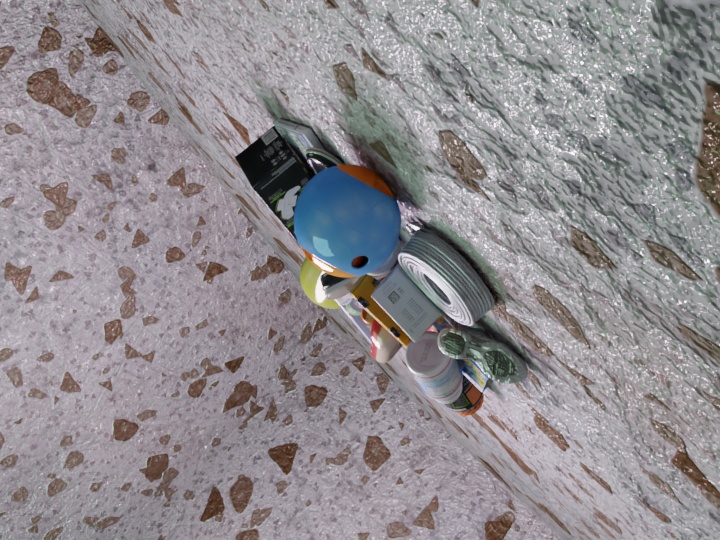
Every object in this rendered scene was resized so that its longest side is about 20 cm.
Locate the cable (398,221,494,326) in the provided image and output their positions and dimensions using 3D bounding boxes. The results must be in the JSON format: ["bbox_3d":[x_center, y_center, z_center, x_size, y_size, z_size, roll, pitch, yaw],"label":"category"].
[{"bbox_3d":[0.157,0.015,1.383,0.201,0.069,0.199,53,169,-33],"label":"cable"}]

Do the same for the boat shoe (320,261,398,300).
[{"bbox_3d":[0.000,0.000,1.719,0.061,0.197,0.074,66,-173,23],"label":"boat shoe"}]

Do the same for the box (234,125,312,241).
[{"bbox_3d":[-0.175,-0.202,1.746,0.201,0.123,0.149,53,-179,-44],"label":"box"}]

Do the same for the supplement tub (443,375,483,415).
[{"bbox_3d":[0.250,0.291,1.970,0.122,0.122,0.201,36,165,47],"label":"supplement tub"}]

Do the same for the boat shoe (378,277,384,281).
[{"bbox_3d":[0.073,0.023,1.811,0.198,0.075,0.075,29,164,-27],"label":"boat shoe"}]

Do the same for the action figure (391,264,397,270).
[{"bbox_3d":[0.119,0.050,1.746,0.201,0.065,0.052,53,-169,-39],"label":"action figure"}]

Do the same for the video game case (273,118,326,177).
[{"bbox_3d":[-0.097,-0.239,1.633,0.201,0.023,0.181,53,169,-30],"label":"video game case"}]

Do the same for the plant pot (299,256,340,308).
[{"bbox_3d":[-0.064,-0.025,1.982,0.187,0.187,0.201,44,157,12],"label":"plant pot"}]

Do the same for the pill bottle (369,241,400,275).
[{"bbox_3d":[-0.002,-0.067,1.648,0.111,0.111,0.199,51,170,-29],"label":"pill bottle"}]

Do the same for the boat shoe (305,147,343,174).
[{"bbox_3d":[-0.047,-0.168,1.532,0.074,0.063,0.201,0,137,53],"label":"boat shoe"}]

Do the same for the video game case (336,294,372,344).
[{"bbox_3d":[0.054,0.102,1.947,0.201,0.179,0.024,51,-147,-28],"label":"video game case"}]

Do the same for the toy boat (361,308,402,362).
[{"bbox_3d":[0.055,0.134,1.858,0.130,0.131,0.201,40,163,13],"label":"toy boat"}]

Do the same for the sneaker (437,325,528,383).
[{"bbox_3d":[0.264,0.162,1.558,0.197,0.079,0.099,28,-157,20],"label":"sneaker"}]

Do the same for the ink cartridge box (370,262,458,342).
[{"bbox_3d":[0.119,0.071,1.564,0.176,0.084,0.200,46,-168,1],"label":"ink cartridge box"}]

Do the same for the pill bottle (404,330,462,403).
[{"bbox_3d":[0.178,0.232,1.736,0.108,0.109,0.201,39,168,35],"label":"pill bottle"}]

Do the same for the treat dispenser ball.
[{"bbox_3d":[-0.024,-0.090,1.362,0.201,0.201,0.201,44,171,9],"label":"treat dispenser ball"}]

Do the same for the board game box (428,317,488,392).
[{"bbox_3d":[0.240,0.182,1.757,0.200,0.056,0.196,45,171,17],"label":"board game box"}]

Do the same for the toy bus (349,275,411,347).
[{"bbox_3d":[0.059,0.090,1.701,0.200,0.065,0.078,43,176,-19],"label":"toy bus"}]
